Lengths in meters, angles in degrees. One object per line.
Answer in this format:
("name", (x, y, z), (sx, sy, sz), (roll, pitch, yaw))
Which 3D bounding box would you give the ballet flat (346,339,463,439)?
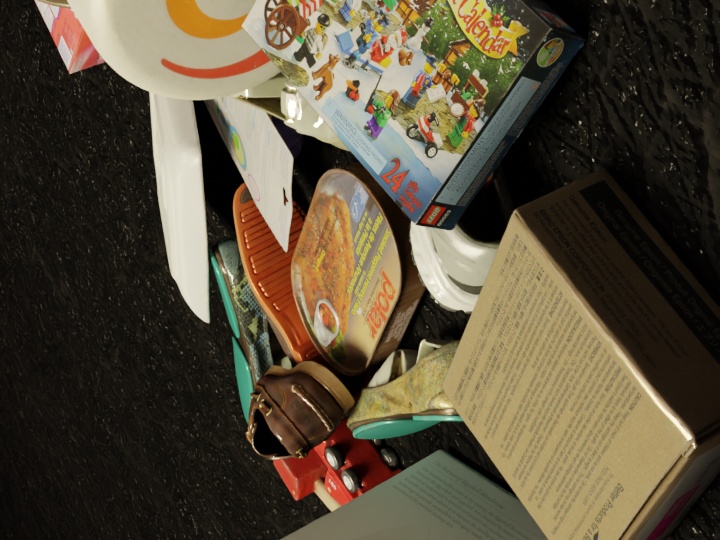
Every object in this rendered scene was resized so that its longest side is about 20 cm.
("ballet flat", (0.044, 0.086, 1.112), (0.071, 0.070, 0.200), (66, 156, 1))

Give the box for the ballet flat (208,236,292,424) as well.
("ballet flat", (-0.084, 0.055, 1.330), (0.074, 0.074, 0.201), (41, 148, 43))

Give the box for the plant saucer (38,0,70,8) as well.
("plant saucer", (-0.204, -0.297, 1.152), (0.201, 0.199, 0.029), (62, -170, 9))

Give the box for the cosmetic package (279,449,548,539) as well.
("cosmetic package", (0.047, 0.253, 1.078), (0.199, 0.199, 0.124), (27, 138, 55))

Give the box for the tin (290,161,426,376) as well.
("tin", (0.000, 0.000, 1.135), (0.112, 0.042, 0.200), (60, 151, 24))

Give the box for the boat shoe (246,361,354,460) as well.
("boat shoe", (-0.062, 0.118, 1.211), (0.070, 0.070, 0.200), (43, 165, 0))

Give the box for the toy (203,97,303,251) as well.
("toy", (-0.082, -0.128, 1.190), (0.201, 0.047, 0.116), (57, 158, 30))

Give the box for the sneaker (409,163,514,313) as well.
("sneaker", (0.047, -0.076, 0.934), (0.201, 0.074, 0.079), (62, 153, 15))

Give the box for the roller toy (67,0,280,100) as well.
("roller toy", (-0.116, -0.220, 0.995), (0.183, 0.199, 0.140), (94, 152, -42))

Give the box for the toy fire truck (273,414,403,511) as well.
("toy fire truck", (-0.002, 0.200, 1.313), (0.200, 0.049, 0.142), (52, 152, 28))

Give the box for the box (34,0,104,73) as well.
("box", (-0.213, -0.265, 1.276), (0.103, 0.094, 0.200), (62, 155, 9))

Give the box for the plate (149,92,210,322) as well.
("plate", (-0.161, -0.089, 1.317), (0.201, 0.032, 0.200), (94, 167, -45))

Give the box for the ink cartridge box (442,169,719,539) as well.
("ink cartridge box", (0.138, 0.069, 0.880), (0.165, 0.075, 0.201), (54, 152, 23))

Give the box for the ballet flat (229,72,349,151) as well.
("ballet flat", (-0.045, -0.125, 1.054), (0.199, 0.069, 0.070), (27, 136, 41))

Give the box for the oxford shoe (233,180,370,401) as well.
("oxford shoe", (-0.061, 0.020, 1.250), (0.073, 0.071, 0.201), (-5, 108, 69))

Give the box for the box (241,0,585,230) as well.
("box", (0.024, -0.140, 0.889), (0.200, 0.038, 0.137), (50, 118, 32))
